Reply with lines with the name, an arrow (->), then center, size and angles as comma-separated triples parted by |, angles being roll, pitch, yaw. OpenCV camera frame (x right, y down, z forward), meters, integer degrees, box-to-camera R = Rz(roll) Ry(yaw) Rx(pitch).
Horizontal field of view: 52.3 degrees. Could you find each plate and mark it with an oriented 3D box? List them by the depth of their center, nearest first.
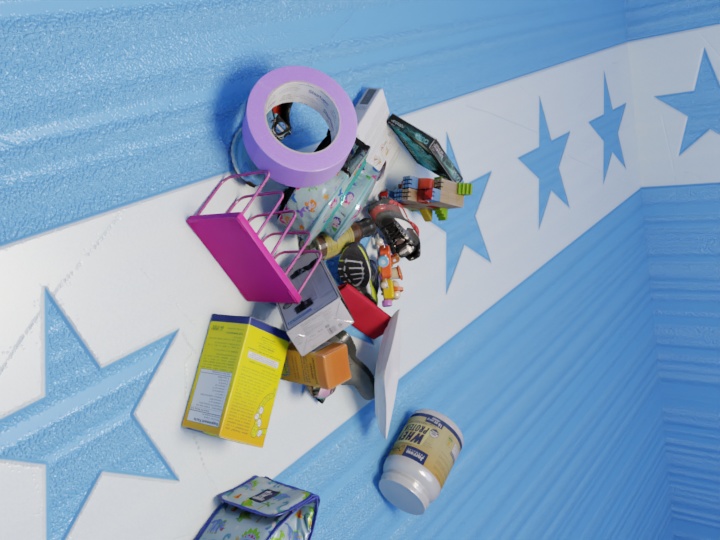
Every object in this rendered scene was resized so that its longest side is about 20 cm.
plate -> 0.058, 0.222, 1.580 | 0.202, 0.031, 0.204 | -74, 166, -49

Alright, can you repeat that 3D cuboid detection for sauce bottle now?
sauce bottle -> -0.042, -0.069, 1.519 | 0.198, 0.063, 0.067 | -23, 108, -50

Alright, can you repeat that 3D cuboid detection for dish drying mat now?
dish drying mat -> -0.001, 0.088, 1.569 | 0.199, 0.076, 0.019 | 39, 31, -43

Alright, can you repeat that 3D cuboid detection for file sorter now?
file sorter -> -0.177, -0.059, 1.295 | 0.202, 0.136, 0.127 | 57, 49, -34

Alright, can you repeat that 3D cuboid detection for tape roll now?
tape roll -> -0.106, -0.251, 1.280 | 0.194, 0.066, 0.206 | 6, 69, -15

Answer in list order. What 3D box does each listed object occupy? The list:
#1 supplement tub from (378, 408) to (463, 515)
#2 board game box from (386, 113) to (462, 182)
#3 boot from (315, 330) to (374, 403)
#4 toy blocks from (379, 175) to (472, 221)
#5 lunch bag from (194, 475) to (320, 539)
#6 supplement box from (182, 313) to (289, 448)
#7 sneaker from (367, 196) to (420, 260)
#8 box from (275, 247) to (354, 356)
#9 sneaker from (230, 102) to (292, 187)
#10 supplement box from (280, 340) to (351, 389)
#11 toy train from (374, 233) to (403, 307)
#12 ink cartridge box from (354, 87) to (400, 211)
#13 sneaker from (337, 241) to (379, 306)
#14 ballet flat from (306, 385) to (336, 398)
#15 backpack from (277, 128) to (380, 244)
supplement tub -> 0.138, 0.439, 1.684 | 0.201, 0.142, 0.146 | -53, 128, -35
board game box -> 0.149, -0.270, 1.663 | 0.028, 0.134, 0.199 | -52, 148, 0
boot -> -0.049, 0.229, 1.530 | 0.131, 0.067, 0.203 | -45, 125, -25
toy blocks -> 0.135, -0.173, 1.647 | 0.134, 0.198, 0.103 | 8, 85, -38
lunch bag -> -0.179, 0.458, 1.278 | 0.201, 0.167, 0.129 | -51, 128, -35
supplement box -> -0.214, 0.191, 1.276 | 0.109, 0.107, 0.206 | 29, 69, -46
sneaker -> 0.083, -0.087, 1.632 | 0.200, 0.070, 0.100 | 43, 27, -50
box -> -0.095, 0.052, 1.333 | 0.115, 0.201, 0.061 | -32, 122, 1
sneaker -> -0.172, -0.250, 1.333 | 0.078, 0.088, 0.206 | 28, 70, -46
supplement box -> -0.110, 0.164, 1.333 | 0.068, 0.197, 0.069 | -21, 107, -43
toy train -> 0.064, -0.009, 1.571 | 0.200, 0.054, 0.155 | -91, 176, -76
ink cartridge box -> 0.015, -0.264, 1.600 | 0.203, 0.043, 0.176 | -61, 147, -31
sneaker -> 0.000, 0.000, 1.550 | 0.202, 0.072, 0.083 | 78, 21, -53
ballet flat -> -0.098, 0.148, 1.413 | 0.071, 0.068, 0.206 | -4, 77, -67
backpack -> -0.066, -0.146, 1.387 | 0.150, 0.178, 0.201 | 40, 53, -1
